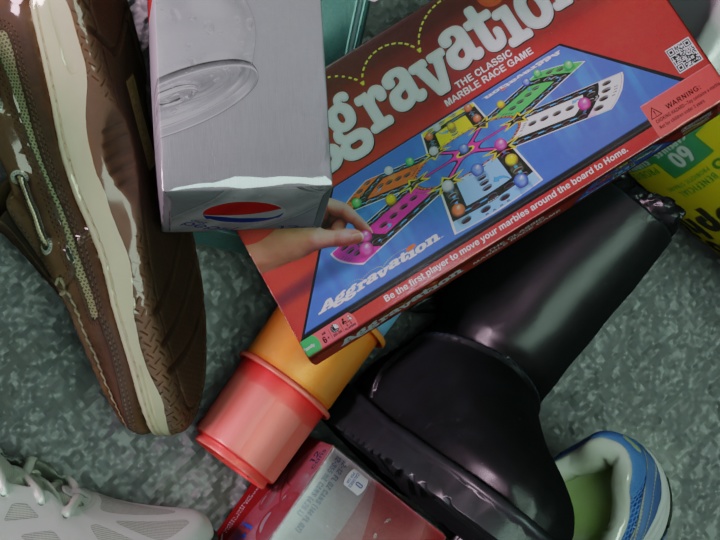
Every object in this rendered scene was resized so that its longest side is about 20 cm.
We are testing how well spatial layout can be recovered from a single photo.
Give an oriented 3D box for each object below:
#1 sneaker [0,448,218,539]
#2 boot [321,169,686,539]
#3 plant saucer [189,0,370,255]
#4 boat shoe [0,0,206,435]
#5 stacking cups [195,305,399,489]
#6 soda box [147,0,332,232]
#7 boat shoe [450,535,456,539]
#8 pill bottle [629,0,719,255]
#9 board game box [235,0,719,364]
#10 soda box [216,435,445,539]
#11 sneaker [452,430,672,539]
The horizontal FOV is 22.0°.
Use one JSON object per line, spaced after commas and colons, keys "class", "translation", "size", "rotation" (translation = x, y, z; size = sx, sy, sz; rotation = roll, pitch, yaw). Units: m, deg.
{"class": "sneaker", "translation": [-0.150, 0.077, 0.730], "size": [0.198, 0.076, 0.117], "rotation": [1, 94, -19]}
{"class": "boot", "translation": [0.072, 0.030, 0.756], "size": [0.073, 0.198, 0.163], "rotation": [44, 84, -20]}
{"class": "plant saucer", "translation": [-0.029, -0.105, 0.801], "size": [0.069, 0.019, 0.202], "rotation": [13, 89, -21]}
{"class": "boat shoe", "translation": [-0.117, -0.029, 0.753], "size": [0.074, 0.075, 0.205], "rotation": [-8, 103, 14]}
{"class": "stacking cups", "translation": [0.000, 0.000, 0.793], "size": [0.060, 0.060, 0.201], "rotation": [40, 82, -18]}
{"class": "soda box", "translation": [-0.051, -0.119, 0.734], "size": [0.067, 0.063, 0.202], "rotation": [-2, 77, -7]}
{"class": "boat shoe", "translation": [0.043, 0.206, 0.831], "size": [0.072, 0.063, 0.202], "rotation": [15, 75, 20]}
{"class": "pill bottle", "translation": [0.201, -0.048, 0.842], "size": [0.199, 0.113, 0.113], "rotation": [35, 80, -19]}
{"class": "board game box", "translation": [0.040, -0.058, 0.757], "size": [0.199, 0.019, 0.103], "rotation": [-32, 73, 1]}
{"class": "soda box", "translation": [-0.054, 0.169, 0.779], "size": [0.070, 0.063, 0.201], "rotation": [40, 79, -17]}
{"class": "sneaker", "translation": [0.050, 0.140, 0.778], "size": [0.076, 0.077, 0.200], "rotation": [39, 81, 20]}
